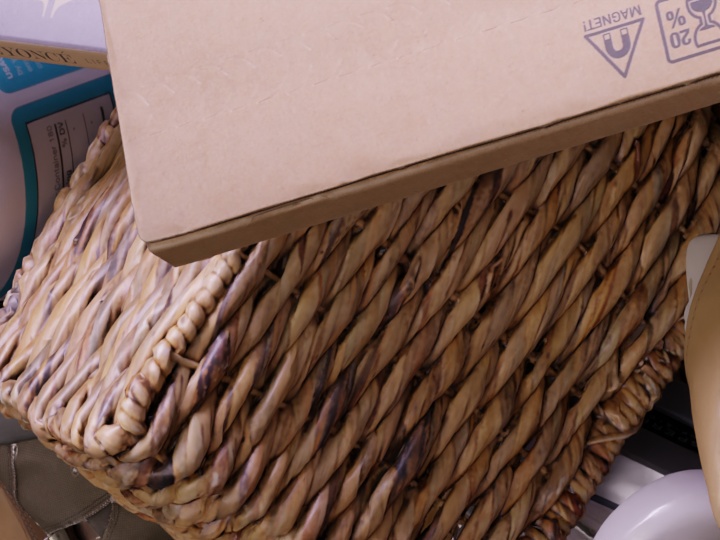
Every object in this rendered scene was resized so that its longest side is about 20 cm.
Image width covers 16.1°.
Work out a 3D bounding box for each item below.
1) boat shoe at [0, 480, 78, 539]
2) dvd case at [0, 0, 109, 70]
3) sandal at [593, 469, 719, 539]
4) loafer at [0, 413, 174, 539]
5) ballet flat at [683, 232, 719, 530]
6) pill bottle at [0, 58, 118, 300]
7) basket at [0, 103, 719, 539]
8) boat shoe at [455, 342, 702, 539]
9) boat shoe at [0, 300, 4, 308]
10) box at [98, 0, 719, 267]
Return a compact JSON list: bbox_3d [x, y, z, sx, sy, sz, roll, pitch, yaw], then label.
[{"bbox_3d":[-0.145,0.158,1.023,0.072,0.076,0.200,-22,92,44],"label":"boat shoe"},{"bbox_3d":[-0.029,-0.122,0.710,0.200,0.016,0.149,9,72,26],"label":"dvd case"},{"bbox_3d":[0.134,0.107,0.730,0.082,0.203,0.050,-39,38,9],"label":"sandal"},{"bbox_3d":[-0.067,0.064,0.929,0.200,0.075,0.070,-6,109,51],"label":"loafer"},{"bbox_3d":[0.123,-0.016,0.682,0.063,0.069,0.200,4,66,51],"label":"ballet flat"},{"bbox_3d":[-0.122,-0.048,0.833,0.111,0.200,0.111,16,117,35],"label":"pill bottle"},{"bbox_3d":[0.000,0.000,0.766,0.149,0.200,0.143,37,170,-27],"label":"basket"},{"bbox_3d":[0.069,0.068,0.814,0.202,0.075,0.086,25,126,20],"label":"boat shoe"},{"bbox_3d":[-0.177,-0.031,0.898,0.200,0.068,0.075,27,136,-26],"label":"boat shoe"},{"bbox_3d":[0.025,-0.105,0.625,0.200,0.021,0.164,-16,72,18],"label":"box"}]
